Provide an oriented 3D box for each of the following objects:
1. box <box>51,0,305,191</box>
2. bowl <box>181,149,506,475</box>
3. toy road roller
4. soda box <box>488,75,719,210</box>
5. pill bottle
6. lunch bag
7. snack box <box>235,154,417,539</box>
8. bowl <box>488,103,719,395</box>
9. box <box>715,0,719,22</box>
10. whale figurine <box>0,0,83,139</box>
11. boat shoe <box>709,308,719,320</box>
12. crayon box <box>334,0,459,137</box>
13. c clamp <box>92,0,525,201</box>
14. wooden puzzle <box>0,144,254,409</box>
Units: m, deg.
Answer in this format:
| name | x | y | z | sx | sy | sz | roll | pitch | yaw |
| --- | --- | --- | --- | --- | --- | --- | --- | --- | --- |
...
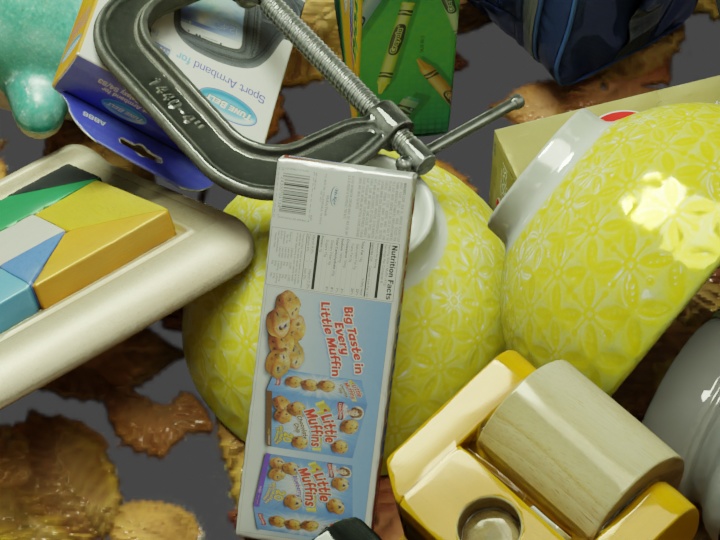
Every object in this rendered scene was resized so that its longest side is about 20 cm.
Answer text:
| name | x | y | z | sx | sy | sz | roll | pitch | yaw |
| --- | --- | --- | --- | --- | --- | --- | --- | --- | --- |
| box | -0.097 | -0.139 | 1.615 | 0.119 | 0.041 | 0.200 | 27 | 47 | -16 |
| bowl | 0.000 | 0.000 | 1.550 | 0.199 | 0.108 | 0.201 | 1 | 52 | -1 |
| toy road roller | 0.064 | 0.154 | 1.393 | 0.200 | 0.146 | 0.123 | -44 | 65 | -12 |
| soda box | 0.177 | -0.059 | 1.623 | 0.199 | 0.068 | 0.064 | -15 | 53 | -12 |
| pill bottle | 0.246 | 0.112 | 1.462 | 0.200 | 0.114 | 0.114 | 29 | 57 | 20 |
| lunch bag | 0.142 | -0.216 | 1.662 | 0.136 | 0.200 | 0.132 | -32 | 62 | -29 |
| snack box | -0.018 | 0.044 | 1.480 | 0.072 | 0.201 | 0.024 | 8 | 9 | 5 |
| bowl | 0.131 | -0.019 | 1.484 | 0.108 | 0.200 | 0.200 | 39 | 59 | 5 |
| box | 0.304 | -0.132 | 1.616 | 0.199 | 0.079 | 0.141 | 20 | 42 | -20 |
| whale figurine | -0.148 | -0.142 | 1.660 | 0.200 | 0.104 | 0.159 | 30 | 57 | 17 |
| boat shoe | 0.278 | 0.037 | 1.513 | 0.200 | 0.074 | 0.067 | 14 | 62 | 42 |
| crayon box | 0.021 | -0.184 | 1.634 | 0.058 | 0.200 | 0.119 | -4 | 52 | -6 |
| c clamp | -0.040 | -0.106 | 1.547 | 0.171 | 0.027 | 0.200 | -34 | 62 | -30 |
| wooden puzzle | -0.180 | -0.006 | 1.550 | 0.185 | 0.037 | 0.200 | -30 | 31 | -22 |
